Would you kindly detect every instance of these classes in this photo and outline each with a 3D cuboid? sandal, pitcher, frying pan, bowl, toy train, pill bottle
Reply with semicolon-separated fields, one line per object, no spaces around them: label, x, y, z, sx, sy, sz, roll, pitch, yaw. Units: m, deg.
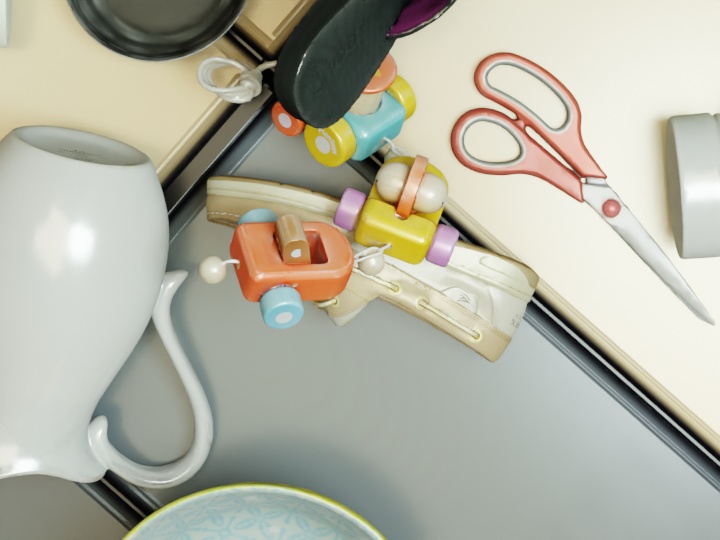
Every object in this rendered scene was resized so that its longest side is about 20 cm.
sandal;0.030;-0.160;1.338;0.048;0.075;0.201;26;79;35
pitcher;-0.155;0.027;1.422;0.171;0.121;0.200;8;105;-19
frying pan;-0.081;-0.190;1.430;0.190;0.031;0.115;-21;84;4
bowl;-0.056;0.212;1.423;0.200;0.108;0.201;0;94;2
toy train;-0.021;-0.061;1.367;0.150;0.056;0.200;2;49;-18
pill bottle;0.275;-0.054;1.394;0.200;0.111;0.112;-5;93;2

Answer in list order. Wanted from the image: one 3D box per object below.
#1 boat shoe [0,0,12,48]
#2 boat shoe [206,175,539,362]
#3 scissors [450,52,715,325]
boat shoe;-0.235;-0.227;1.420;0.060;0.072;0.202;-3;97;-3
boat shoe;0.000;0.000;1.425;0.200;0.074;0.069;18;88;0
scissors;0.142;-0.050;1.447;0.200;0.014;0.073;34;92;1
